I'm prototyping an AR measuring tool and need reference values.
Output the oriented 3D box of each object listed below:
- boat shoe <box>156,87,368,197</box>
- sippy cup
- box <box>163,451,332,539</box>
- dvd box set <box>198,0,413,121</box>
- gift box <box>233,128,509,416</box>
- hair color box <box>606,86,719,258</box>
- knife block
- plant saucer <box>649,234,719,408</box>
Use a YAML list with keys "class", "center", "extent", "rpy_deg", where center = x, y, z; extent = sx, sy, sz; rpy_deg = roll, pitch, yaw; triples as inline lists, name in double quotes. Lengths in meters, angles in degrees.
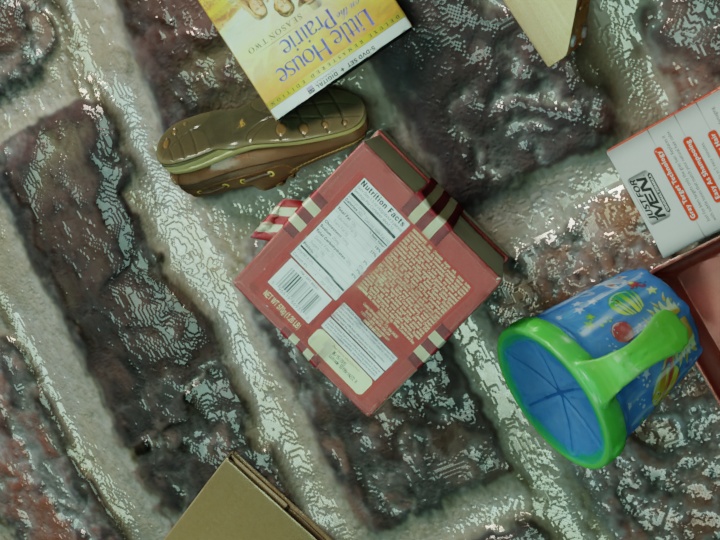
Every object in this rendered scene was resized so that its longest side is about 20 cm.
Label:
- class: "boat shoe"
  center: [-0.083, -0.113, 1.208]
  extent: [0.198, 0.072, 0.068]
  rpy_deg: [-11, 136, 16]
- class: "sippy cup"
  center: [0.203, 0.070, 1.094]
  extent: [0.177, 0.130, 0.141]
  rpy_deg: [30, 148, 52]
- class: "box"
  center: [-0.124, 0.308, 1.375]
  extent: [0.163, 0.021, 0.200]
  rpy_deg: [40, 116, 5]
- class: "dvd box set"
  center: [-0.068, -0.251, 1.145]
  extent: [0.146, 0.029, 0.201]
  rpy_deg: [-32, 93, 6]
- class: "gift box"
  center: [0.000, 0.000, 1.135]
  extent: [0.200, 0.187, 0.185]
  rpy_deg: [-41, 92, 11]
- class: "hair color box"
  center: [0.304, -0.100, 1.037]
  extent: [0.199, 0.061, 0.102]
  rpy_deg: [-29, 89, 35]
- class: "knife block"
  center: [0.107, -0.281, 1.075]
  extent: [0.174, 0.064, 0.202]
  rpy_deg: [14, 112, 17]
- class: "plant saucer"
  center: [0.369, 0.040, 1.091]
  extent: [0.199, 0.037, 0.201]
  rpy_deg: [-29, 95, 26]
